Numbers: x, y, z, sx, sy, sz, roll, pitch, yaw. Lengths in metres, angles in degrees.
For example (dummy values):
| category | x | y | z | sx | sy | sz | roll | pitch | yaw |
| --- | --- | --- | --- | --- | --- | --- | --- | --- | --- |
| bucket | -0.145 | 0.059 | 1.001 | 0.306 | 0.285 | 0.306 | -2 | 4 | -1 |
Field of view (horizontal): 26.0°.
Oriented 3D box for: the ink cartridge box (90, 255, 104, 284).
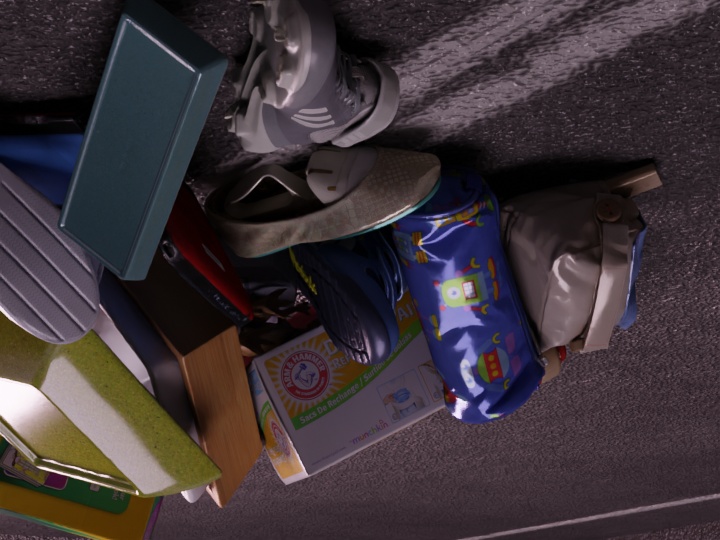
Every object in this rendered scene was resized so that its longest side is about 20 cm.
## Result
| category | x | y | z | sx | sy | sz | roll | pitch | yaw |
| --- | --- | --- | --- | --- | --- | --- | --- | --- | --- |
| ink cartridge box | -0.298 | -0.019 | 1.109 | 0.198 | 0.051 | 0.161 | 21 | 161 | -23 |

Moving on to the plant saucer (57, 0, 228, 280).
| category | x | y | z | sx | sy | sz | roll | pitch | yaw |
| --- | --- | --- | --- | --- | --- | --- | --- | --- | --- |
| plant saucer | -0.135 | -0.071 | 0.915 | 0.070 | 0.019 | 0.201 | 37 | 138 | 8 |

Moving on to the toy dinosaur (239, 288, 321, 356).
| category | x | y | z | sx | sy | sz | roll | pitch | yaw |
| --- | --- | --- | --- | --- | --- | --- | --- | --- | --- |
| toy dinosaur | -0.106 | 0.056 | 1.350 | 0.198 | 0.061 | 0.106 | 4 | 164 | -20 |

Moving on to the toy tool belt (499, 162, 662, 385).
| category | x | y | z | sx | sy | sz | roll | pitch | yaw |
| --- | --- | --- | --- | --- | --- | --- | --- | --- | --- |
| toy tool belt | 0.176 | 0.005 | 1.208 | 0.122 | 0.125 | 0.201 | -25 | 145 | -16 |

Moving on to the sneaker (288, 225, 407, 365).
| category | x | y | z | sx | sy | sz | roll | pitch | yaw |
| --- | --- | --- | --- | --- | --- | --- | --- | --- | --- |
| sneaker | 0.000 | 0.000 | 1.155 | 0.081 | 0.075 | 0.200 | -14 | -151 | -11 |

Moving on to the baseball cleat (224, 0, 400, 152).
| category | x | y | z | sx | sy | sz | roll | pitch | yaw |
| --- | --- | --- | --- | --- | --- | --- | --- | --- | --- |
| baseball cleat | -0.020 | -0.118 | 0.902 | 0.105 | 0.071 | 0.200 | -5 | 175 | -15 |

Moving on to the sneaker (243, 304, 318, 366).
| category | x | y | z | sx | sy | sz | roll | pitch | yaw |
| --- | --- | --- | --- | --- | --- | --- | --- | --- | --- |
| sneaker | -0.062 | 0.074 | 1.430 | 0.086 | 0.074 | 0.200 | -33 | -174 | 37 |

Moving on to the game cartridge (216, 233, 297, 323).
| category | x | y | z | sx | sy | sz | roll | pitch | yaw |
| --- | --- | --- | --- | --- | --- | --- | --- | --- | --- |
| game cartridge | -0.121 | 0.010 | 1.359 | 0.131 | 0.041 | 0.200 | 2 | 164 | -2 |

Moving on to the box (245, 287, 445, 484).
| category | x | y | z | sx | sy | sz | roll | pitch | yaw |
| --- | --- | --- | --- | --- | --- | --- | --- | --- | --- |
| box | 0.011 | 0.083 | 1.267 | 0.198 | 0.102 | 0.112 | -26 | 175 | -15 |

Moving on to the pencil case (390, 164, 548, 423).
| category | x | y | z | sx | sy | sz | roll | pitch | yaw |
| --- | --- | --- | --- | --- | --- | --- | --- | --- | --- |
| pencil case | 0.081 | 0.018 | 1.154 | 0.086 | 0.078 | 0.202 | -14 | 119 | 10 |

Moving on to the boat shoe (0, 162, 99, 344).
| category | x | y | z | sx | sy | sz | roll | pitch | yaw |
| --- | --- | --- | --- | --- | --- | --- | --- | --- | --- |
| boat shoe | -0.243 | -0.038 | 1.008 | 0.201 | 0.072 | 0.071 | 54 | 162 | -21 |

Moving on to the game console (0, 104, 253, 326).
| category | x | y | z | sx | sy | sz | roll | pitch | yaw |
| --- | --- | --- | --- | --- | --- | --- | --- | --- | --- |
| game console | -0.178 | -0.030 | 1.080 | 0.118 | 0.173 | 0.200 | -30 | 161 | 2 |

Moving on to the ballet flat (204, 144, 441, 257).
| category | x | y | z | sx | sy | sz | roll | pitch | yaw |
| --- | --- | --- | --- | --- | --- | --- | --- | --- | --- |
| ballet flat | -0.034 | -0.054 | 1.109 | 0.199 | 0.068 | 0.062 | -18 | 130 | 37 |

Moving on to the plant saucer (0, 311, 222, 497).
| category | x | y | z | sx | sy | sz | roll | pitch | yaw |
| --- | --- | --- | --- | --- | --- | --- | --- | --- | --- |
| plant saucer | -0.228 | 0.099 | 1.156 | 0.199 | 0.048 | 0.200 | 6 | 144 | 42 |

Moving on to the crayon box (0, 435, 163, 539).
| category | x | y | z | sx | sy | sz | roll | pitch | yaw |
| --- | --- | --- | --- | --- | --- | --- | --- | --- | --- |
| crayon box | -0.244 | 0.129 | 1.385 | 0.171 | 0.202 | 0.058 | 15 | 164 | 2 |

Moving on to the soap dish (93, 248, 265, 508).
| category | x | y | z | sx | sy | sz | roll | pitch | yaw |
| --- | --- | --- | --- | --- | --- | --- | --- | --- | --- |
| soap dish | -0.149 | 0.072 | 1.231 | 0.081 | 0.157 | 0.201 | -29 | 142 | -19 |
